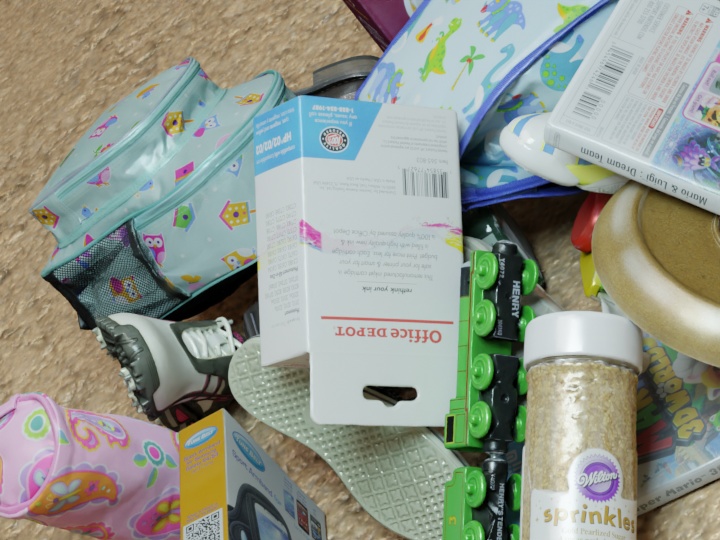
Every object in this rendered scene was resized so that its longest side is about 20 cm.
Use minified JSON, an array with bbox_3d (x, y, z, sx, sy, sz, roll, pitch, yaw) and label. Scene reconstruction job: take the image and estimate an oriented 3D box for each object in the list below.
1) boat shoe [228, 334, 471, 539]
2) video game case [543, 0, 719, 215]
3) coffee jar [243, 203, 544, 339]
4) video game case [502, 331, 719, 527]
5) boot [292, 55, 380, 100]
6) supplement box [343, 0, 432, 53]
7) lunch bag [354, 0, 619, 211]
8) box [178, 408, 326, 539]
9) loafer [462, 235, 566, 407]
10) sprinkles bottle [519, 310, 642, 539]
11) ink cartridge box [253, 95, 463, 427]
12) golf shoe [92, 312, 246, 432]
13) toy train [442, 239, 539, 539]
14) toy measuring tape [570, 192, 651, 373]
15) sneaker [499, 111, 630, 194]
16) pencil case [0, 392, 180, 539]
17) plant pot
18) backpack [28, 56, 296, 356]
[{"bbox_3d":[0.006,0.103,1.628,0.200,0.062,0.075,34,111,24],"label":"boat shoe"},{"bbox_3d":[0.232,-0.116,1.550,0.182,0.024,0.200,23,57,14],"label":"video game case"},{"bbox_3d":[0.017,0.021,1.729,0.200,0.085,0.104,-34,34,9],"label":"coffee jar"},{"bbox_3d":[0.171,0.086,1.569,0.200,0.018,0.143,-28,37,19],"label":"video game case"},{"bbox_3d":[-0.042,-0.056,1.895,0.200,0.069,0.174,-30,43,28],"label":"boot"},{"bbox_3d":[0.063,-0.186,1.813,0.110,0.200,0.086,-41,33,-1],"label":"supplement box"},{"bbox_3d":[0.105,-0.131,1.705,0.200,0.127,0.170,-35,31,-3],"label":"lunch bag"},{"bbox_3d":[-0.064,0.178,1.605,0.041,0.119,0.200,-27,37,19],"label":"box"},{"bbox_3d":[0.115,0.050,1.591,0.072,0.063,0.200,-56,46,22],"label":"loafer"},{"bbox_3d":[0.124,0.126,1.466,0.068,0.068,0.200,-10,68,37],"label":"sprinkles bottle"},{"bbox_3d":[0.000,0.000,1.596,0.068,0.115,0.200,-18,71,59],"label":"ink cartridge box"},{"bbox_3d":[-0.122,0.056,1.753,0.088,0.200,0.077,-29,78,1],"label":"golf shoe"},{"bbox_3d":[0.075,0.082,1.552,0.056,0.042,0.200,-14,70,60],"label":"toy train"},{"bbox_3d":[0.170,-0.007,1.605,0.074,0.074,0.200,-32,19,13],"label":"toy measuring tape"},{"bbox_3d":[0.181,-0.104,1.606,0.076,0.200,0.105,43,125,52],"label":"sneaker"},{"bbox_3d":[-0.156,0.132,1.675,0.087,0.200,0.087,-12,71,38],"label":"pencil case"},{"bbox_3d":[0.236,-0.014,1.510,0.200,0.027,0.200,4,40,-3],"label":"plant pot"},{"bbox_3d":[-0.118,-0.058,1.808,0.200,0.153,0.176,-21,21,32],"label":"backpack"}]
